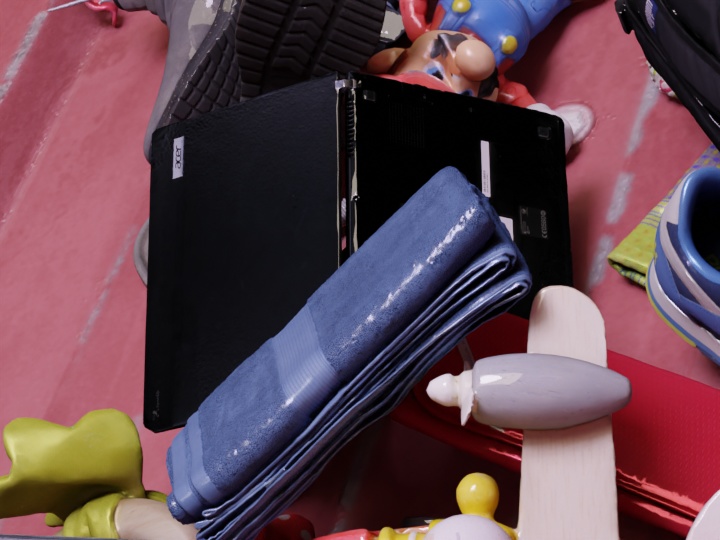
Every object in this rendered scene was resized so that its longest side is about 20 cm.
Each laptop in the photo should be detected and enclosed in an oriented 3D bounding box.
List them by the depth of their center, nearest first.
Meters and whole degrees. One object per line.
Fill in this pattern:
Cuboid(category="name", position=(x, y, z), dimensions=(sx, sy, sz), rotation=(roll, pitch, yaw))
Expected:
Cuboid(category="laptop", position=(0.000, 0.000, 1.217), dimensions=(0.103, 0.199, 0.178), rotation=(134, 140, -56))

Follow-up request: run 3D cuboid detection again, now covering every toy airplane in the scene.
Cuboid(category="toy airplane", position=(0.078, 0.137, 1.022), dimensions=(0.199, 0.141, 0.200), rotation=(-46, 62, 11))

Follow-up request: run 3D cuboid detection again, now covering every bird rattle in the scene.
Cuboid(category="bird rattle", position=(-0.109, 0.167, 1.191), dimensions=(0.199, 0.113, 0.163), rotation=(28, 80, 34))

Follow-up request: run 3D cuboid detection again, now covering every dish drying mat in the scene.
Cuboid(category="dish drying mat", position=(0.117, 0.073, 1.105), dimensions=(0.199, 0.018, 0.077), rotation=(20, 60, 20))

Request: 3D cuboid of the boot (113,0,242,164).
Cuboid(category="boot", position=(-0.110, -0.156, 1.478), dimensions=(0.131, 0.070, 0.201), rotation=(18, 79, 41))

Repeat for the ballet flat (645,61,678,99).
Cuboid(category="ballet flat", position=(0.203, -0.186, 1.329), dimensions=(0.075, 0.064, 0.201), rotation=(3, 53, 35))

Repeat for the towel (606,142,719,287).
Cuboid(category="towel", position=(0.233, -0.053, 1.207), dimensions=(0.200, 0.023, 0.143), rotation=(-48, 42, -16))

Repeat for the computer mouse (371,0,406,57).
Cuboid(category="computer mouse", position=(0.018, -0.187, 1.470), dimensions=(0.199, 0.046, 0.141), rotation=(18, 63, 44))

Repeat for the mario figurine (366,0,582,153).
Cuboid(category="mario figurine", position=(0.073, -0.132, 1.323), dimensions=(0.123, 0.106, 0.200), rotation=(15, 50, 22))

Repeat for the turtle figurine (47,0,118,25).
Cuboid(category="turtle figurine", position=(-0.144, -0.249, 1.592), dimensions=(0.199, 0.150, 0.101), rotation=(-28, -6, -12))

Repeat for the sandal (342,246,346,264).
Cuboid(category="sandal", position=(-0.003, 0.043, 1.246), dimensions=(0.200, 0.055, 0.082), rotation=(-44, 82, -4))

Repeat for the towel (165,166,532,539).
Cuboid(category="towel", position=(-0.008, 0.042, 1.084), dimensions=(0.200, 0.049, 0.112), rotation=(-45, 15, 8))

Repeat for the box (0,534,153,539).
Cuboid(category="box", position=(-0.150, 0.207, 1.128), dimensions=(0.199, 0.046, 0.160), rotation=(-3, 82, 33))

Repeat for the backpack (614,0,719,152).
Cuboid(category="backpack", position=(0.214, -0.106, 1.141), dimensions=(0.153, 0.164, 0.201), rotation=(-15, 48, 1))

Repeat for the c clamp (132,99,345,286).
Cuboid(category="c clamp", position=(-0.041, -0.033, 1.369), dimensions=(0.199, 0.027, 0.171), rotation=(-29, 40, 6))

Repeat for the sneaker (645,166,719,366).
Cuboid(category="sneaker", position=(0.208, 0.025, 1.075), dimensions=(0.074, 0.082, 0.200), rotation=(-38, 57, -25))

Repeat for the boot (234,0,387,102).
Cuboid(category="boot", position=(-0.026, -0.156, 1.334), dimensions=(0.077, 0.200, 0.139), rotation=(19, 46, -6))
